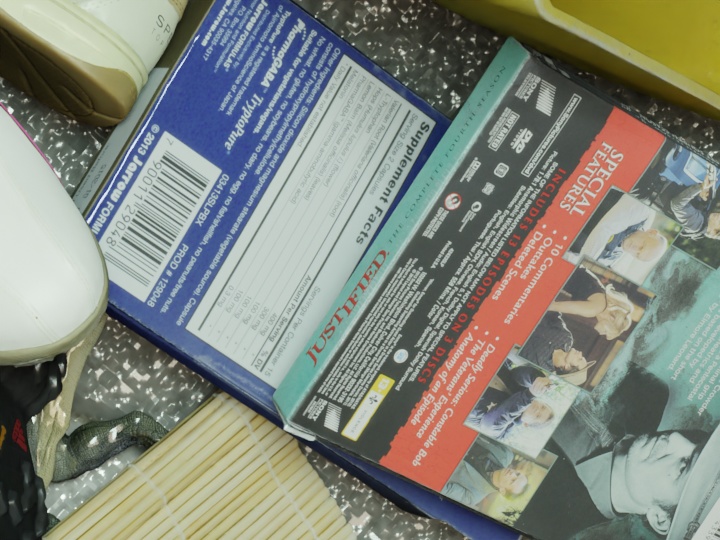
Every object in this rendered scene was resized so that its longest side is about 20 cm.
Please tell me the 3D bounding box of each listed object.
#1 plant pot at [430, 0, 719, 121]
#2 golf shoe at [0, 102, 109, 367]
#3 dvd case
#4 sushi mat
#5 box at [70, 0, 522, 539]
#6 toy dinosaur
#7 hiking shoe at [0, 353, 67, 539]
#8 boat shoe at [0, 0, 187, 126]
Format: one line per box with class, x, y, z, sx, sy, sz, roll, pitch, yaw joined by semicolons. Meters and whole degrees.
plant pot;0.043;-0.172;0.867;0.176;0.200;0.201;14;89;29
golf shoe;-0.157;-0.049;0.844;0.073;0.092;0.200;-42;71;-16
dvd case;0.086;0.026;0.922;0.199;0.022;0.146;27;102;-30
sushi mat;-0.080;0.128;0.904;0.200;0.012;0.096;-40;102;-30
box;0.000;0.000;0.934;0.200;0.032;0.122;35;79;-22
toy dinosaur;-0.110;0.068;0.934;0.088;0.047;0.200;35;82;-2
hiking shoe;-0.155;0.071;0.875;0.100;0.201;0.076;-10;138;20
boat shoe;-0.144;-0.128;0.894;0.200;0.074;0.067;37;71;-5
